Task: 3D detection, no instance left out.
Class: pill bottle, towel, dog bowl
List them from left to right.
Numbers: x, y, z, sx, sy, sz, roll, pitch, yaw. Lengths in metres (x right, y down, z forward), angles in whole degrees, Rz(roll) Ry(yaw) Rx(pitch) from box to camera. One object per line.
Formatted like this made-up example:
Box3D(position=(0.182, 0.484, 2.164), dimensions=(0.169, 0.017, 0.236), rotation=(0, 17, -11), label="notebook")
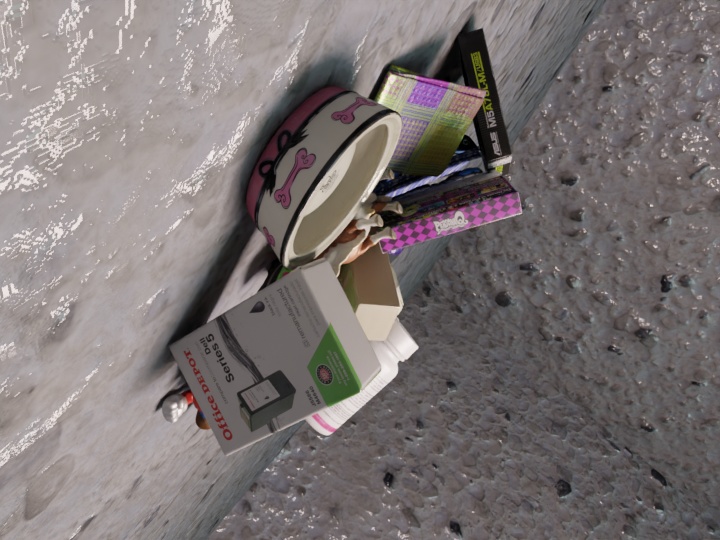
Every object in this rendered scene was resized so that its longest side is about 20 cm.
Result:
Box3D(position=(-0.042, -0.103, 0.652), dimensions=(0.201, 0.073, 0.200), rotation=(-50, 171, -11), label="dog bowl")
Box3D(position=(-0.012, 0.149, 0.956), dimensions=(0.199, 0.114, 0.113), rotation=(-41, 171, 2), label="pill bottle")
Box3D(position=(0.089, -0.141, 0.986), dimensions=(0.196, 0.024, 0.145), rotation=(-22, 180, -10), label="towel")
Box3D(position=(0.077, -0.193, 0.823), dimensions=(0.197, 0.023, 0.145), rotation=(-3, 135, -41), label="towel")

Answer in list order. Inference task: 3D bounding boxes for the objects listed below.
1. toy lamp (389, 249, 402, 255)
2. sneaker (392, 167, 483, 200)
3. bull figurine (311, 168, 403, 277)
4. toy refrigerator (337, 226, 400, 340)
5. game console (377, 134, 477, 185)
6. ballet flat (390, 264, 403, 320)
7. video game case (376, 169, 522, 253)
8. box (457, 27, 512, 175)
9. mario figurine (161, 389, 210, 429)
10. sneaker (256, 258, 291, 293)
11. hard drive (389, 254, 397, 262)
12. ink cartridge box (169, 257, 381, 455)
Box3D(position=(0.022, -0.005, 1.053), dimensions=(0.058, 0.058, 0.202), rotation=(-38, 161, -56), label="toy lamp")
Box3D(position=(0.129, -0.115, 1.087), dimensions=(0.196, 0.084, 0.073), rotation=(-14, -164, 19), label="sneaker")
Box3D(position=(-0.012, -0.054, 0.797), dimensions=(0.119, 0.066, 0.202), rotation=(-18, -144, 24), label="bull figurine")
Box3D(position=(0.000, 0.000, 0.917), dimensions=(0.077, 0.068, 0.203), rotation=(112, -24, -43), label="toy refrigerator")
Box3D(position=(0.101, -0.167, 1.024), dimensions=(0.200, 0.172, 0.119), rotation=(-22, 120, -74), label="game console")
Box3D(position=(0.044, 0.059, 1.042), dimensions=(0.067, 0.063, 0.201), rotation=(-47, 166, -28), label="ballet flat")
Box3D(position=(0.121, -0.091, 0.895), dimensions=(0.195, 0.037, 0.182), rotation=(-16, -163, 7), label="video game case")
Box3D(position=(0.202, -0.258, 0.990), dimensions=(0.046, 0.198, 0.200), rotation=(-15, 178, 12), label="box")
Box3D(position=(-0.201, 0.194, 0.864), dimensions=(0.123, 0.106, 0.201), rotation=(-45, 167, -23), label="mario figurine")
Box3D(position=(-0.084, -0.014, 0.847), dimensions=(0.082, 0.078, 0.200), rotation=(-17, -161, 30), label="sneaker")
Box3D(position=(-0.010, -0.005, 1.105), dimensions=(0.200, 0.033, 0.139), rotation=(-48, 149, 12), label="hard drive")
Box3D(position=(-0.098, 0.100, 0.701), dimensions=(0.198, 0.148, 0.084), rotation=(-29, 179, 21), label="ink cartridge box")
